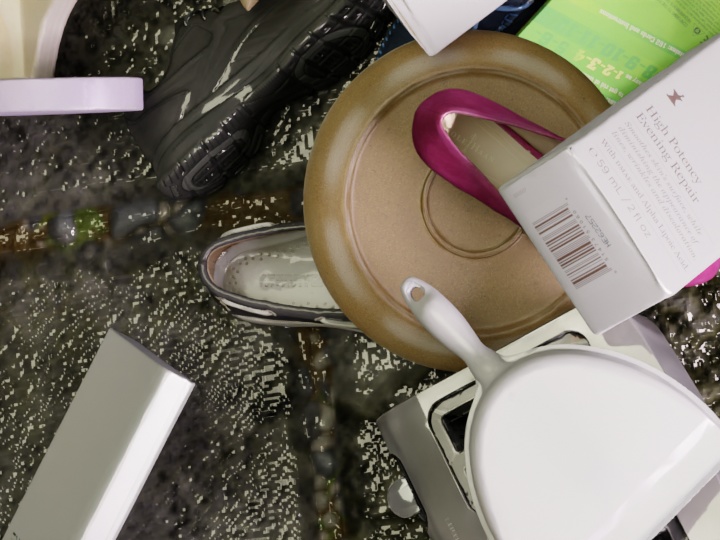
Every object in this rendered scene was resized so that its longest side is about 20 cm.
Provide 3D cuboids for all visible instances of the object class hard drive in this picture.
[{"bbox_3d":[-0.171,0.139,1.660,0.026,0.132,0.201,28,89,-22],"label":"hard drive"}]

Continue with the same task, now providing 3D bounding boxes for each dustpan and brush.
[{"bbox_3d":[0.090,0.074,1.512,0.140,0.057,0.200,-45,80,3],"label":"dustpan and brush"}]

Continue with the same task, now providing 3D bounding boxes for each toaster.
[{"bbox_3d":[0.128,0.128,1.576,0.199,0.119,0.182,-28,76,10],"label":"toaster"}]

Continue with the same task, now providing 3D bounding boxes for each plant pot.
[{"bbox_3d":[0.067,-0.040,1.619,0.199,0.027,0.201,0,92,-5],"label":"plant pot"}]

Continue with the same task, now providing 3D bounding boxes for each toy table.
[{"bbox_3d":[-0.219,-0.153,1.695,0.199,0.184,0.118,-1,92,28],"label":"toy table"}]

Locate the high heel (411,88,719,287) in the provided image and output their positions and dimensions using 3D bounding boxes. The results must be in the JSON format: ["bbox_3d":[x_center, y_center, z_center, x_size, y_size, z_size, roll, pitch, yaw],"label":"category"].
[{"bbox_3d":[0.119,-0.044,1.561,0.199,0.096,0.068,32,90,-5],"label":"high heel"}]

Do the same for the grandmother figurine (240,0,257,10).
[{"bbox_3d":[-0.126,-0.246,1.646,0.200,0.061,0.121,36,130,3],"label":"grandmother figurine"}]

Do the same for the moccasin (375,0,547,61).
[{"bbox_3d":[0.079,-0.185,1.663,0.080,0.068,0.200,43,94,17],"label":"moccasin"}]

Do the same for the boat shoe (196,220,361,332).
[{"bbox_3d":[0.000,0.000,1.661,0.199,0.060,0.074,3,81,16],"label":"boat shoe"}]

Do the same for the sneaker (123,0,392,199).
[{"bbox_3d":[-0.066,-0.137,1.697,0.200,0.076,0.091,-40,66,4],"label":"sneaker"}]

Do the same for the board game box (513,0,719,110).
[{"bbox_3d":[0.134,-0.115,1.648,0.095,0.030,0.200,43,92,0],"label":"board game box"}]

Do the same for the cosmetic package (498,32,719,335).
[{"bbox_3d":[0.178,-0.058,1.542,0.102,0.200,0.074,56,141,-3],"label":"cosmetic package"}]

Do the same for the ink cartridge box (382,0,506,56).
[{"bbox_3d":[0.039,-0.238,1.624,0.144,0.085,0.200,-37,43,1],"label":"ink cartridge box"}]
